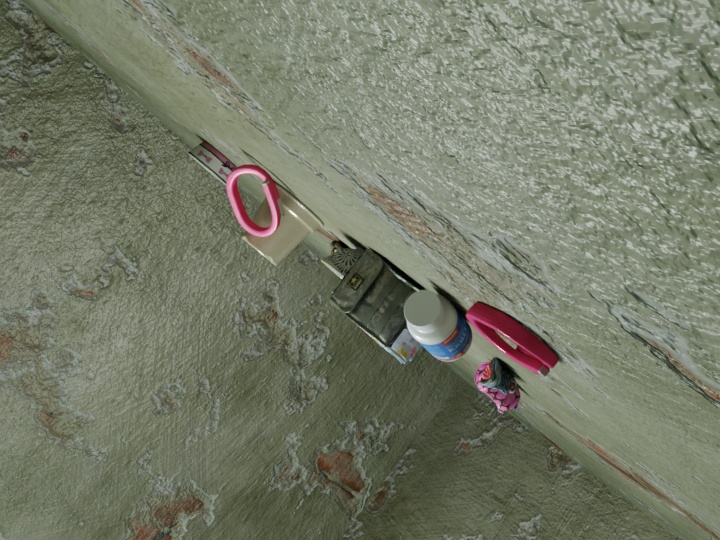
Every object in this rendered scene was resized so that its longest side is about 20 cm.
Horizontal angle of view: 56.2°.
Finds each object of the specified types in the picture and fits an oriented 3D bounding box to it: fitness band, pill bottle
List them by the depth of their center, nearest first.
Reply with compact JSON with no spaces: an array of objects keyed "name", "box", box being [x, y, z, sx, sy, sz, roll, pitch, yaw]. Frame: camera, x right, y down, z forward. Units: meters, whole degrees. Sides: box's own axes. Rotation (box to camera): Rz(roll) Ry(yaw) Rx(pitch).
[{"name":"fitness band","box":[0.257,0.117,1.165,0.143,0.038,0.200,41,175,-18]},{"name":"pill bottle","box":[0.166,0.118,1.466,0.112,0.112,0.200,36,176,34]},{"name":"fitness band","box":[-0.285,-0.186,1.815,0.143,0.037,0.201,-2,118,26]}]

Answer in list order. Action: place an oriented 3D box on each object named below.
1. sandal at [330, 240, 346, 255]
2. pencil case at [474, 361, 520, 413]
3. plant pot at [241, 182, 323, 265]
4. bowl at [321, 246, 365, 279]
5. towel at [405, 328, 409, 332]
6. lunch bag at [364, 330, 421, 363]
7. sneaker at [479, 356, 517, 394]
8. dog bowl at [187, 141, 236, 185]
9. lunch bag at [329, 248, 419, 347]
[{"name":"sandal","box":[-0.065,-0.051,2.116,0.080,0.054,0.200,40,176,-14]},{"name":"pencil case","box":[0.405,0.348,1.996,0.091,0.094,0.200,35,173,47]},{"name":"plant pot","box":[-0.239,-0.124,1.957,0.200,0.184,0.200,38,176,3]},{"name":"bowl","box":[0.000,0.000,1.801,0.200,0.094,0.201,39,177,3]},{"name":"towel","box":[0.115,0.111,1.944,0.200,0.024,0.148,31,-149,-45]},{"name":"lunch bag","box":[0.116,0.172,2.111,0.200,0.170,0.127,38,175,1]},{"name":"sneaker","box":[0.379,0.287,1.803,0.095,0.080,0.200,28,-178,15]},{"name":"dog bowl","box":[-0.524,-0.387,2.446,0.200,0.074,0.200,39,177,3]},{"name":"lunch bag","box":[0.038,0.063,1.646,0.200,0.164,0.118,37,-179,14]}]
